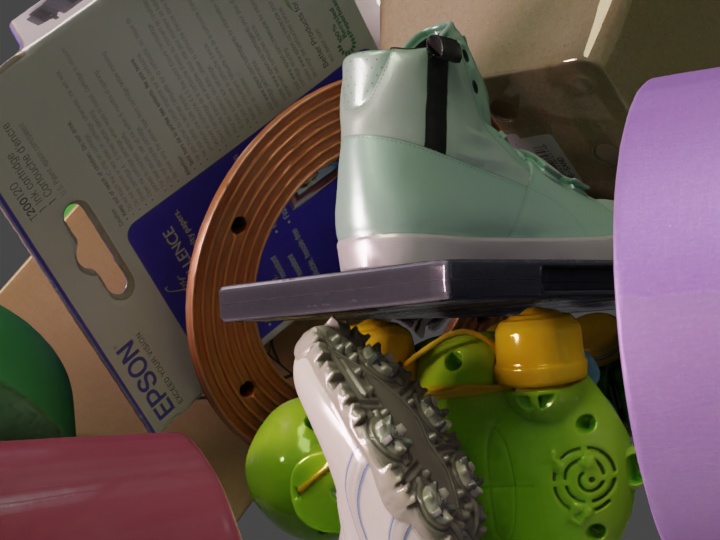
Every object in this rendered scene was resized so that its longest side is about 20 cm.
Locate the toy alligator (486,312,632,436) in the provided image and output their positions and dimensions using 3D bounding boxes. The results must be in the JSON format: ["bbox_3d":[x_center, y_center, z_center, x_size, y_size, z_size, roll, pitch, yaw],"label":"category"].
[{"bbox_3d":[0.121,0.059,0.860,0.199,0.060,0.054,-4,36,23],"label":"toy alligator"}]

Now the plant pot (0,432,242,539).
[{"bbox_3d":[-0.145,0.152,0.758,0.178,0.201,0.200,-14,29,-22],"label":"plant pot"}]

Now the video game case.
[{"bbox_3d":[0.059,0.009,0.793,0.199,0.019,0.142,-1,-4,-42],"label":"video game case"}]

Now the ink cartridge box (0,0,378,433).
[{"bbox_3d":[-0.075,-0.058,0.844,0.200,0.199,0.043,-40,33,-19],"label":"ink cartridge box"}]

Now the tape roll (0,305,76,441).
[{"bbox_3d":[-0.231,0.085,0.827,0.199,0.201,0.048,-16,48,5],"label":"tape roll"}]

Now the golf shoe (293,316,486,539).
[{"bbox_3d":[0.012,0.120,0.721,0.097,0.201,0.078,-33,-10,23],"label":"golf shoe"}]

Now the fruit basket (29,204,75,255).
[{"bbox_3d":[-0.075,-0.063,1.029,0.215,0.156,0.216,-29,20,12],"label":"fruit basket"}]

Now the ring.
[{"bbox_3d":[0.000,0.000,0.878,0.200,0.201,0.019,-34,34,-23],"label":"ring"}]

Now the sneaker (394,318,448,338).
[{"bbox_3d":[0.055,0.005,0.985,0.199,0.075,0.082,-1,56,31],"label":"sneaker"}]

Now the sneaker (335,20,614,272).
[{"bbox_3d":[0.070,-0.057,0.847,0.074,0.119,0.200,-6,-4,45],"label":"sneaker"}]

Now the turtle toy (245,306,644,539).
[{"bbox_3d":[0.036,0.089,0.805,0.199,0.147,0.101,-4,4,21],"label":"turtle toy"}]

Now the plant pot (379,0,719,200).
[{"bbox_3d":[0.122,-0.124,1.005,0.199,0.200,0.178,-7,48,35],"label":"plant pot"}]

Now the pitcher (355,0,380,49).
[{"bbox_3d":[-0.060,-0.152,1.233,0.199,0.122,0.172,-14,10,-12],"label":"pitcher"}]

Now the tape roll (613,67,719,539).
[{"bbox_3d":[0.155,0.022,0.683,0.065,0.201,0.200,-6,35,23],"label":"tape roll"}]

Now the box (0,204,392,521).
[{"bbox_3d":[-0.076,0.013,0.914,0.200,0.163,0.021,-51,3,-16],"label":"box"}]
